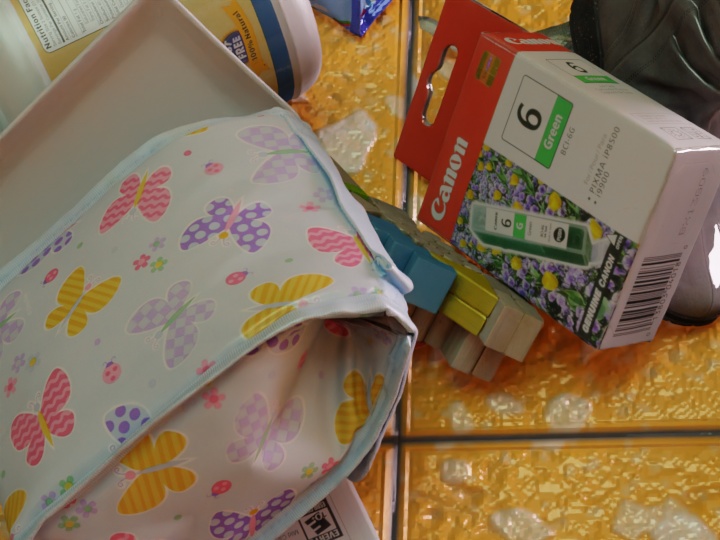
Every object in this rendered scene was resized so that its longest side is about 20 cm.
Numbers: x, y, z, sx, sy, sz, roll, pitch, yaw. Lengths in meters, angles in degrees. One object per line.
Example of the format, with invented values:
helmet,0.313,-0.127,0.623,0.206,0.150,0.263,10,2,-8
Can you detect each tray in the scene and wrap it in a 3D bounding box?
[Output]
tray,-0.136,-0.045,0.899,0.200,0.107,0.022,-43,26,11

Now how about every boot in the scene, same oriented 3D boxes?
boot,0.168,-0.082,0.871,0.070,0.132,0.201,-6,76,-30

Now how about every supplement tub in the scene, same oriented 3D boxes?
supplement tub,-0.137,-0.124,0.965,0.200,0.145,0.145,-27,56,-11

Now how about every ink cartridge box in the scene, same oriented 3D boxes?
ink cartridge box,0.081,-0.058,0.893,0.050,0.109,0.200,-6,34,-44

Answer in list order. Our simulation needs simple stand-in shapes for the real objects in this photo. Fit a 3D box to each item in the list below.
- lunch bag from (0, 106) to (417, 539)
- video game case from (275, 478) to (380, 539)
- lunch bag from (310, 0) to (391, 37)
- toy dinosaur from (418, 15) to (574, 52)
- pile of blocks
lunch bag,-0.072,0.037,0.817,0.200,0.127,0.170,-43,43,9
video game case,-0.061,0.206,0.799,0.199,0.024,0.182,-22,56,-9
lunch bag,-0.037,-0.258,1.009,0.150,0.200,0.094,33,65,27
toy dinosaur,0.135,-0.122,0.989,0.199,0.048,0.088,-9,50,5
pile of blocks,0.000,0.000,0.901,0.200,0.082,0.062,36,106,33
